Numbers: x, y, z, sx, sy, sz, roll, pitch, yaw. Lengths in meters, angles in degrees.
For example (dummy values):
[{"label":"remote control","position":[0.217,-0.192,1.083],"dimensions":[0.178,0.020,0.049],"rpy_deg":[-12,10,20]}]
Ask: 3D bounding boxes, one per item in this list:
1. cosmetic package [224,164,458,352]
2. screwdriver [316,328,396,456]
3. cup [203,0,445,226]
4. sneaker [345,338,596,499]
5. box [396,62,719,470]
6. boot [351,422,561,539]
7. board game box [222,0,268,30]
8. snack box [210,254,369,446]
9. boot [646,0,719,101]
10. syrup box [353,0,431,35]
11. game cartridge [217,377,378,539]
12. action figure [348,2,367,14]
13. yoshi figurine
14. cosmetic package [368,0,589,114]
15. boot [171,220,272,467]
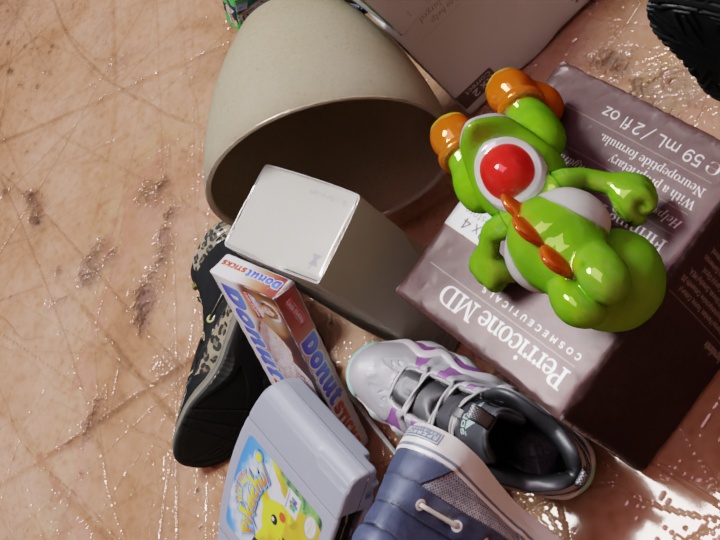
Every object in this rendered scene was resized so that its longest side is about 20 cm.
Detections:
[{"label":"cosmetic package","position":[0.000,0.000,0.847],"dimensions":[0.103,0.200,0.073],"rpy_deg":[22,81,37]},{"label":"screwdriver","position":[-0.018,0.091,0.926],"dimensions":[0.200,0.028,0.029],"rpy_deg":[43,125,42]},{"label":"cup","position":[-0.036,-0.137,0.870],"dimensions":[0.200,0.200,0.144],"rpy_deg":[-25,63,23]},{"label":"sneaker","position":[0.072,0.098,0.757],"dimensions":[0.199,0.140,0.078],"rpy_deg":[21,86,14]},{"label":"box","position":[0.171,0.000,0.756],"dimensions":[0.166,0.164,0.200],"rpy_deg":[38,93,38]},{"label":"boot","position":[0.073,0.193,0.712],"dimensions":[0.073,0.200,0.090],"rpy_deg":[-1,50,54]},{"label":"board game box","position":[-0.046,-0.323,1.007],"dimensions":[0.200,0.135,0.029],"rpy_deg":[-29,50,-19]},{"label":"snack box","position":[-0.052,0.072,0.857],"dimensions":[0.072,0.200,0.024],"rpy_deg":[22,58,38]},{"label":"boot","position":[0.276,-0.227,0.763],"dimensions":[0.076,0.200,0.169],"rpy_deg":[17,85,33]},{"label":"syrup box","position":[-0.020,-0.273,0.847],"dimensions":[0.082,0.079,0.200],"rpy_deg":[-51,52,9]},{"label":"game cartridge","position":[-0.058,0.192,0.847],"dimensions":[0.133,0.040,0.201],"rpy_deg":[44,128,41]},{"label":"action figure","position":[-0.056,-0.155,1.015],"dimensions":[0.149,0.133,0.201],"rpy_deg":[-132,48,-73]},{"label":"yoshi figurine","position":[0.120,-0.031,0.657],"dimensions":[0.111,0.113,0.200],"rpy_deg":[-7,42,-12]},{"label":"cosmetic package","position":[0.070,-0.282,0.945],"dimensions":[0.165,0.165,0.200],"rpy_deg":[-44,53,11]},{"label":"boot","position":[-0.126,0.062,0.991],"dimensions":[0.204,0.073,0.154],"rpy_deg":[-64,30,20]}]
